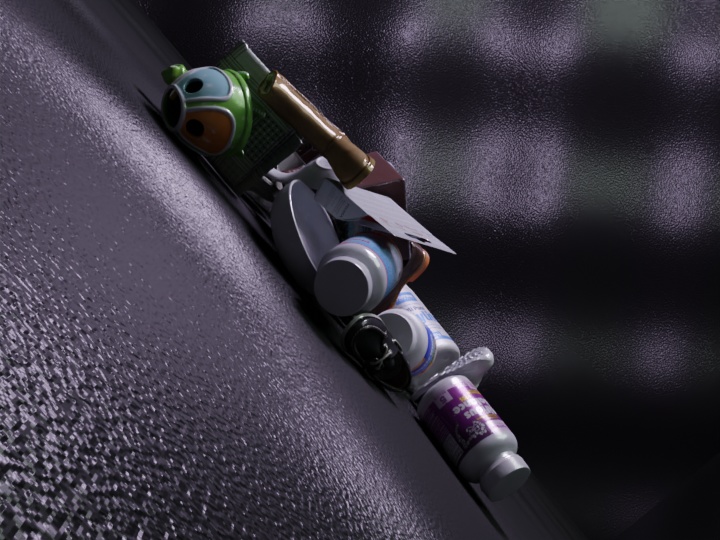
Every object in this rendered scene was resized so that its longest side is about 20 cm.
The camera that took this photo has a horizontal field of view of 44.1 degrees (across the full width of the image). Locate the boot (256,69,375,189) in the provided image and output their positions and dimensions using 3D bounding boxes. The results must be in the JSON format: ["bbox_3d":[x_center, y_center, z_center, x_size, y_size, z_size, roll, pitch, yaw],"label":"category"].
[{"bbox_3d":[-0.077,-0.228,1.440,0.200,0.066,0.175,42,4,-23],"label":"boot"}]

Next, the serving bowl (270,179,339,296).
[{"bbox_3d":[-0.093,-0.043,1.443,0.200,0.065,0.201,-22,90,-76],"label":"serving bowl"}]

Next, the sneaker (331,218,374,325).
[{"bbox_3d":[0.000,0.000,1.562,0.077,0.086,0.202,13,-75,57],"label":"sneaker"}]

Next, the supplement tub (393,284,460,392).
[{"bbox_3d":[0.095,0.132,1.774,0.200,0.132,0.132,52,3,36],"label":"supplement tub"}]

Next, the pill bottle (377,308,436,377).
[{"bbox_3d":[0.070,0.129,1.579,0.112,0.112,0.200,50,3,16],"label":"pill bottle"}]

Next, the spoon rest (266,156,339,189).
[{"bbox_3d":[-0.100,-0.179,1.593,0.199,0.061,0.099,18,35,13],"label":"spoon rest"}]

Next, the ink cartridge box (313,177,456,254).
[{"bbox_3d":[0.039,-0.074,1.463,0.162,0.057,0.200,13,26,-45],"label":"ink cartridge box"}]

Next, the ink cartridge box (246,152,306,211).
[{"bbox_3d":[-0.205,-0.232,1.842,0.200,0.128,0.125,53,3,25],"label":"ink cartridge box"}]

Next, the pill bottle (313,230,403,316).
[{"bbox_3d":[-0.005,0.006,1.349,0.109,0.109,0.200,50,17,1],"label":"pill bottle"}]

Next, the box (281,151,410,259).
[{"bbox_3d":[-0.029,-0.105,1.661,0.166,0.198,0.165,-124,-155,-60],"label":"box"}]

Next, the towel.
[{"bbox_3d":[-0.205,-0.258,1.536,0.200,0.192,0.035,48,9,-9],"label":"towel"}]

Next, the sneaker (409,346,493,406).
[{"bbox_3d":[0.179,0.209,1.607,0.081,0.200,0.076,53,42,6],"label":"sneaker"}]

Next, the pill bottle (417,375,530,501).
[{"bbox_3d":[0.190,0.280,1.480,0.200,0.112,0.112,51,3,36],"label":"pill bottle"}]

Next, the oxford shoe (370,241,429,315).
[{"bbox_3d":[0.045,0.022,1.722,0.071,0.200,0.073,39,-1,35],"label":"oxford shoe"}]

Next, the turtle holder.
[{"bbox_3d":[-0.250,-0.273,1.436,0.131,0.141,0.187,-2,71,-38],"label":"turtle holder"}]

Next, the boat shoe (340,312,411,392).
[{"bbox_3d":[0.028,0.130,1.347,0.060,0.074,0.200,46,-9,33],"label":"boat shoe"}]

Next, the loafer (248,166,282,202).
[{"bbox_3d":[-0.178,-0.178,1.683,0.200,0.070,0.070,13,46,-60],"label":"loafer"}]

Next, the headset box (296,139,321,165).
[{"bbox_3d":[-0.114,-0.282,1.837,0.200,0.075,0.149,50,3,-34],"label":"headset box"}]
